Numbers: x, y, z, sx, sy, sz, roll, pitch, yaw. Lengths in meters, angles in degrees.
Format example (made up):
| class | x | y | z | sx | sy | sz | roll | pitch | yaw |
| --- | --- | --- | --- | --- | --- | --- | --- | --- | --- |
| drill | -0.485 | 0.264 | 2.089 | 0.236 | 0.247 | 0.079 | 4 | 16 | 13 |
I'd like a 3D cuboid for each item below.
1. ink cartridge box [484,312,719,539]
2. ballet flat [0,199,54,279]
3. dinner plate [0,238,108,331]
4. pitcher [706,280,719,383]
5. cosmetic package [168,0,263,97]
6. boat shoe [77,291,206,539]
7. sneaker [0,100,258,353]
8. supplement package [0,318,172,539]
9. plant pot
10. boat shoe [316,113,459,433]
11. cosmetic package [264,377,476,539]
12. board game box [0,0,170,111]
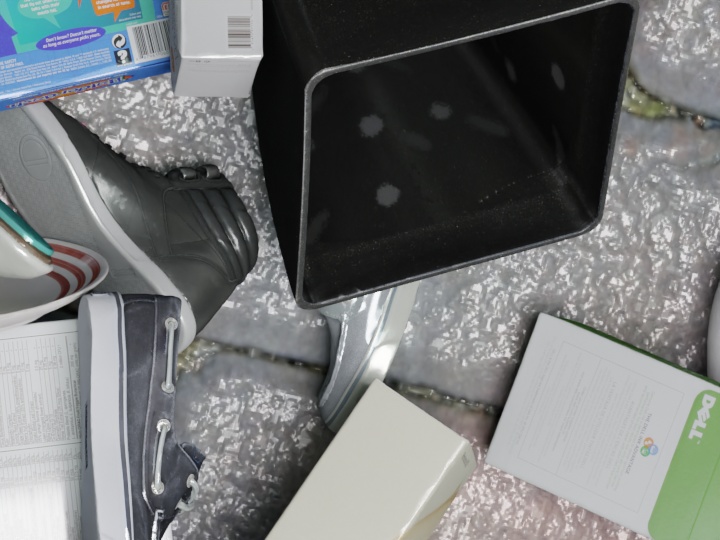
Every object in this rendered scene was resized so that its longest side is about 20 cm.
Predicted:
| class | x | y | z | sx | sy | sz | roll | pitch | yaw |
| --- | --- | --- | --- | --- | --- | --- | --- | --- | --- |
| ink cartridge box | 0.186 | 0.111 | 1.636 | 0.059 | 0.199 | 0.105 | 16 | 96 | -60 |
| ballet flat | -0.244 | -0.039 | 1.502 | 0.069 | 0.200 | 0.070 | -25 | 137 | -25 |
| dinner plate | -0.242 | 0.013 | 1.493 | 0.198 | 0.200 | 0.024 | -6 | 103 | -14 |
| pitcher | 0.300 | 0.072 | 1.694 | 0.170 | 0.121 | 0.202 | 14 | 102 | -11 |
| cosmetic package | -0.085 | -0.206 | 1.494 | 0.050 | 0.083 | 0.202 | -1 | 78 | -6 |
| boat shoe | -0.118 | 0.111 | 1.439 | 0.067 | 0.072 | 0.202 | 0 | 76 | -13 |
| sneaker | -0.142 | -0.050 | 1.587 | 0.200 | 0.071 | 0.099 | 50 | 49 | 4 |
| supplement package | -0.223 | 0.114 | 1.523 | 0.198 | 0.152 | 0.152 | -6 | 84 | -14 |
| plant pot | 0.027 | -0.127 | 1.532 | 0.198 | 0.178 | 0.201 | -15 | 144 | -16 |
| boat shoe | 0.000 | 0.000 | 1.633 | 0.071 | 0.070 | 0.202 | 18 | 90 | -6 |
| cosmetic package | -0.015 | 0.173 | 1.584 | 0.073 | 0.104 | 0.201 | 34 | 84 | 12 |
| board game box | -0.194 | -0.201 | 1.531 | 0.151 | 0.045 | 0.202 | -13 | 88 | -13 |
